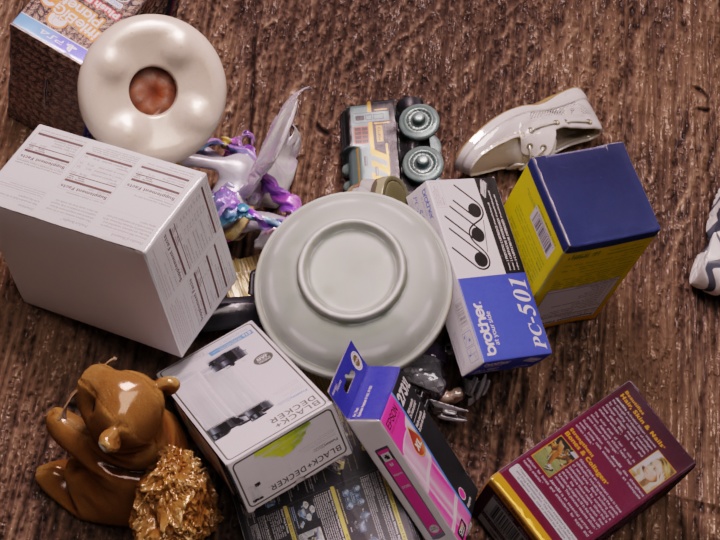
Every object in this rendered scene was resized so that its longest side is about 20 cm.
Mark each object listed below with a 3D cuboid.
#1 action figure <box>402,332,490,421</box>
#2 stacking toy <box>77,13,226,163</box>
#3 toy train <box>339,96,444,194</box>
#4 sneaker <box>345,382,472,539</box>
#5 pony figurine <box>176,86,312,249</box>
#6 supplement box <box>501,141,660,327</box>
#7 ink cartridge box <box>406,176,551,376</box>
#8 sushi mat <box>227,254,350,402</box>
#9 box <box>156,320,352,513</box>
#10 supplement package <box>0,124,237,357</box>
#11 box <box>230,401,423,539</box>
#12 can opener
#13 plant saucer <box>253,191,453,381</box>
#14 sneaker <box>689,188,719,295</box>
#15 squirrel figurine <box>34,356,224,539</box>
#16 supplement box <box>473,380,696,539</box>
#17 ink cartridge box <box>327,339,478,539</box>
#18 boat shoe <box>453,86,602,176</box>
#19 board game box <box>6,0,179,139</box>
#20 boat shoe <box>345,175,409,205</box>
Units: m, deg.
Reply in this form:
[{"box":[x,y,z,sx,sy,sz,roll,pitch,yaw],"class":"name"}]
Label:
[{"box":[0.079,0.076,1.665,0.129,0.069,0.201,26,61,-4],"class":"action figure"},{"box":[-0.221,-0.186,1.627,0.145,0.200,0.148,-2,99,-14],"class":"stacking toy"},{"box":[0.036,-0.099,1.747,0.113,0.085,0.202,-5,64,3],"class":"toy train"},{"box":[0.040,0.198,1.594,0.087,0.075,0.201,-11,68,-36],"class":"sneaker"},{"box":[-0.127,-0.095,1.675,0.198,0.167,0.195,12,73,4],"class":"pony figurine"},{"box":[0.215,-0.031,1.681,0.108,0.200,0.110,-11,64,-20],"class":"supplement box"},{"box":[0.122,0.004,1.646,0.093,0.044,0.202,-5,70,-35],"class":"ink cartridge box"},{"box":[-0.076,0.066,1.661,0.095,0.012,0.201,-13,65,-20],"class":"sushi mat"},{"box":[-0.103,0.134,1.512,0.116,0.060,0.200,-28,31,-13],"class":"box"},{"box":[-0.243,-0.029,1.553,0.199,0.156,0.111,18,54,25],"class":"supplement package"},{"box":[-0.033,0.235,1.515,0.160,0.049,0.201,-25,64,10],"class":"box"},{"box":[-0.132,0.040,1.626,0.198,0.063,0.079,-9,90,-3],"class":"can opener"},{"box":[-0.008,0.007,1.565,0.198,0.050,0.202,-1,68,3],"class":"plant saucer"},{"box":[0.466,-0.042,1.824,0.129,0.080,0.200,26,58,0],"class":"sneaker"},{"box":[-0.197,0.169,1.469,0.141,0.187,0.200,-37,75,-29],"class":"squirrel figurine"},{"box":[0.224,0.217,1.609,0.199,0.086,0.111,-30,71,-27],"class":"supplement box"},{"box":[0.042,0.162,1.493,0.201,0.037,0.095,55,26,-17],"class":"ink cartridge box"},{"box":[0.197,-0.146,1.819,0.199,0.071,0.070,-26,68,-27],"class":"boat shoe"},{"box":[-0.282,-0.256,1.707,0.096,0.160,0.201,29,59,4],"class":"board game box"},{"box":[0.000,0.000,1.646,0.075,0.068,0.202,38,55,-43],"class":"boat shoe"}]
